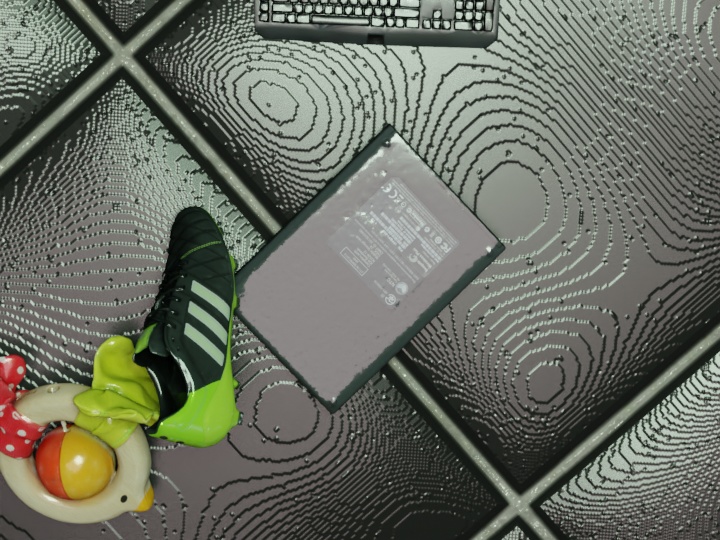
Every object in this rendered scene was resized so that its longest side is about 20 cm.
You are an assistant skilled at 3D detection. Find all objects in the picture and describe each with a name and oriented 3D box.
[{"bbox_3d":[0.000,0.000,1.508,0.200,0.033,0.140,-44,97,5],"label":"hard drive"},{"bbox_3d":[-0.140,0.040,1.458,0.081,0.067,0.202,8,66,-35],"label":"soccer cleat"},{"bbox_3d":[0.014,-0.232,1.469,0.198,0.040,0.105,1,100,-2],"label":"keyboard"},{"bbox_3d":[-0.245,0.139,1.497,0.198,0.113,0.164,-9,115,3],"label":"bird rattle"}]
